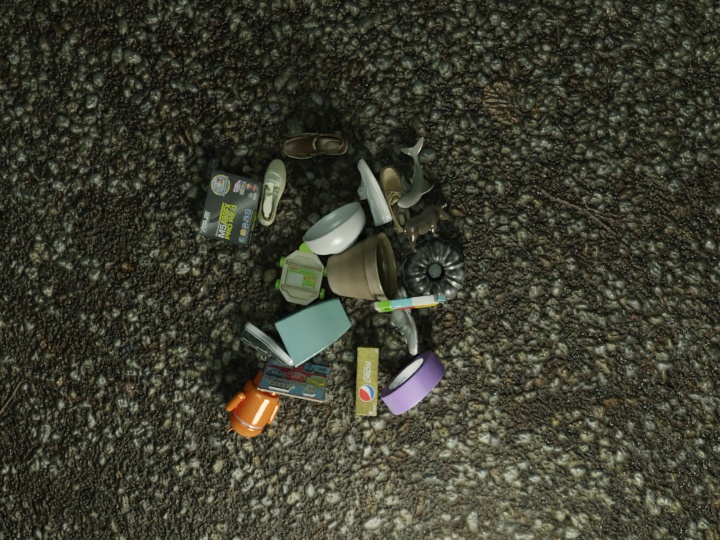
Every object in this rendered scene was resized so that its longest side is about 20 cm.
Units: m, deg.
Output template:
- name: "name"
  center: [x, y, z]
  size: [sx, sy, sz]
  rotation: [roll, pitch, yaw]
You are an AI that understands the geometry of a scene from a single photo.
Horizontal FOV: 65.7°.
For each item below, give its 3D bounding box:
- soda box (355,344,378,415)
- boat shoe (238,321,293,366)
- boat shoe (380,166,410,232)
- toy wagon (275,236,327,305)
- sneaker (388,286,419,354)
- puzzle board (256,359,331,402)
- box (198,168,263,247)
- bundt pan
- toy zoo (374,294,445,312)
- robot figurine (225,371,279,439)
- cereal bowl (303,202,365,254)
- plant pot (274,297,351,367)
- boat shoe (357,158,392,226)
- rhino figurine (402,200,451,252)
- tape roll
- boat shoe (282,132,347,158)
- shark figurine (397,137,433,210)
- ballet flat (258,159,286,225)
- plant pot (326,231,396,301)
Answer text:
- name: "soda box"
  center: [0.020, 0.329, 1.688]
  size: [0.066, 0.064, 0.206]
  rotation: [2, 92, 3]
- name: "boat shoe"
  center: [-0.283, 0.238, 1.691]
  size: [0.198, 0.072, 0.072]
  rotation: [35, 86, 17]
- name: "boat shoe"
  center: [0.110, -0.216, 1.665]
  size: [0.070, 0.065, 0.205]
  rotation: [-19, 91, 3]
- name: "toy wagon"
  center: [-0.172, -0.001, 1.697]
  size: [0.151, 0.040, 0.205]
  rotation: [11, 91, 3]
- name: "sneaker"
  center: [0.126, 0.157, 1.681]
  size: [0.080, 0.075, 0.205]
  rotation: [-17, 80, 9]
- name: "puzzle board"
  center: [-0.193, 0.318, 1.658]
  size: [0.195, 0.152, 0.018]
  rotation: [10, 119, 2]
- name: "box"
  center: [-0.393, -0.188, 1.699]
  size: [0.156, 0.044, 0.205]
  rotation: [14, 92, 2]
- name: "bundt pan"
  center: [0.222, 0.003, 1.663]
  size: [0.196, 0.076, 0.208]
  rotation: [0, 93, 3]
- name: "toy zoo"
  center: [0.143, 0.093, 1.581]
  size: [0.194, 0.131, 0.021]
  rotation: [-7, 81, 7]
- name: "robot figurine"
  center: [-0.323, 0.410, 1.680]
  size: [0.115, 0.144, 0.203]
  rotation: [30, 93, 17]
- name: "cereal bowl"
  center: [-0.064, -0.110, 1.619]
  size: [0.198, 0.201, 0.084]
  rotation: [-32, 110, 3]
- name: "plant pot"
  center: [-0.132, 0.167, 1.655]
  size: [0.197, 0.141, 0.144]
  rotation: [-27, 91, -3]
- name: "boat shoe"
  center: [0.028, -0.231, 1.672]
  size: [0.067, 0.072, 0.204]
  rotation: [-25, 99, 3]
- name: "rhino figurine"
  center: [0.202, -0.143, 1.644]
  size: [0.198, 0.059, 0.089]
  rotation: [-36, 116, -22]
- name: "tape roll"
  center: [0.150, 0.323, 1.614]
  size: [0.199, 0.200, 0.066]
  rotation: [-42, 91, 3]
- name: "boat shoe"
  center: [-0.138, -0.380, 1.665]
  size: [0.197, 0.075, 0.077]
  rotation: [-5, 92, 3]
- name: "shark figurine"
  center: [0.176, -0.267, 1.646]
  size: [0.088, 0.127, 0.220]
  rotation: [-6, 65, 39]
- name: "ballet flat"
  center: [-0.268, -0.237, 1.681]
  size: [0.068, 0.069, 0.206]
  rotation: [10, 92, 2]
- name: "plant pot"
  center: [0.000, 0.000, 1.631]
  size: [0.169, 0.199, 0.206]
  rotation: [-8, 92, 20]
